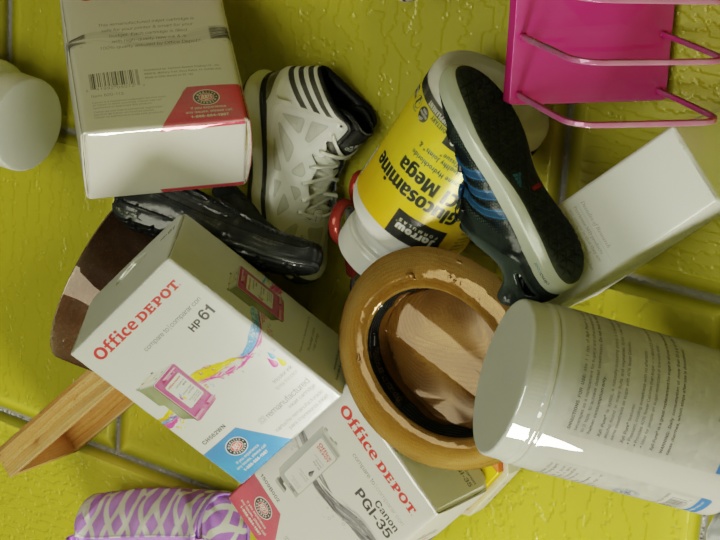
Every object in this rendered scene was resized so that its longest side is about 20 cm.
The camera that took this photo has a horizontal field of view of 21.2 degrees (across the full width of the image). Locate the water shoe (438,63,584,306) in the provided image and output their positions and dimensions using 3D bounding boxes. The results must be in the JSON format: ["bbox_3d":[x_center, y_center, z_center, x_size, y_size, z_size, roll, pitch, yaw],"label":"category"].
[{"bbox_3d":[0.098,-0.063,1.514,0.079,0.071,0.200,-30,83,37],"label":"water shoe"}]

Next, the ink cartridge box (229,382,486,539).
[{"bbox_3d":[-0.005,0.198,1.733,0.147,0.083,0.200,55,127,14],"label":"ink cartridge box"}]

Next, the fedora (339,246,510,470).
[{"bbox_3d":[0.080,0.069,1.631,0.200,0.082,0.201,7,106,27],"label":"fedora"}]

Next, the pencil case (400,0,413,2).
[{"bbox_3d":[0.096,-0.276,1.578,0.200,0.089,0.078,-9,96,39],"label":"pencil case"}]

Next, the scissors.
[{"bbox_3d":[0.000,0.000,1.764,0.014,0.073,0.200,13,134,23],"label":"scissors"}]

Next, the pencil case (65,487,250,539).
[{"bbox_3d":[-0.206,0.263,1.952,0.200,0.085,0.084,-9,95,37],"label":"pencil case"}]

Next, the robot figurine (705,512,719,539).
[{"bbox_3d":[0.370,0.211,1.483,0.200,0.113,0.170,-2,130,38],"label":"robot figurine"}]

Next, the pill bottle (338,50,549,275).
[{"bbox_3d":[0.064,-0.079,1.638,0.112,0.112,0.200,47,125,18],"label":"pill bottle"}]

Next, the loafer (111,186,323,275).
[{"bbox_3d":[-0.124,-0.049,1.719,0.200,0.068,0.070,18,78,13],"label":"loafer"}]

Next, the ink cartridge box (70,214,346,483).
[{"bbox_3d":[-0.130,0.069,1.687,0.200,0.085,0.145,39,118,-15],"label":"ink cartridge box"}]

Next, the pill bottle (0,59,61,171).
[{"bbox_3d":[-0.410,-0.170,1.973,0.200,0.114,0.114,17,112,33],"label":"pill bottle"}]

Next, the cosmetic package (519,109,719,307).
[{"bbox_3d":[0.217,-0.044,1.540,0.200,0.101,0.071,-36,80,37],"label":"cosmetic package"}]

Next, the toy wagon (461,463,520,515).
[{"bbox_3d":[0.058,0.125,1.744,0.200,0.040,0.155,50,125,16],"label":"toy wagon"}]

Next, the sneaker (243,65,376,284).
[{"bbox_3d":[-0.040,-0.089,1.738,0.115,0.076,0.201,-6,96,40],"label":"sneaker"}]

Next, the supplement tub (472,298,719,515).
[{"bbox_3d":[0.202,0.107,1.505,0.200,0.132,0.132,17,119,-12],"label":"supplement tub"}]

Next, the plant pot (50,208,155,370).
[{"bbox_3d":[-0.157,0.047,1.814,0.200,0.187,0.187,29,119,10],"label":"plant pot"}]

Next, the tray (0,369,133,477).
[{"bbox_3d":[-0.279,0.139,1.965,0.200,0.099,0.037,-40,76,37],"label":"tray"}]

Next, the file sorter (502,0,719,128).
[{"bbox_3d":[0.202,-0.214,1.453,0.125,0.139,0.200,-139,49,-64],"label":"file sorter"}]

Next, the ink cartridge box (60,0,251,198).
[{"bbox_3d":[-0.185,-0.168,1.720,0.083,0.146,0.200,94,166,-47],"label":"ink cartridge box"}]
